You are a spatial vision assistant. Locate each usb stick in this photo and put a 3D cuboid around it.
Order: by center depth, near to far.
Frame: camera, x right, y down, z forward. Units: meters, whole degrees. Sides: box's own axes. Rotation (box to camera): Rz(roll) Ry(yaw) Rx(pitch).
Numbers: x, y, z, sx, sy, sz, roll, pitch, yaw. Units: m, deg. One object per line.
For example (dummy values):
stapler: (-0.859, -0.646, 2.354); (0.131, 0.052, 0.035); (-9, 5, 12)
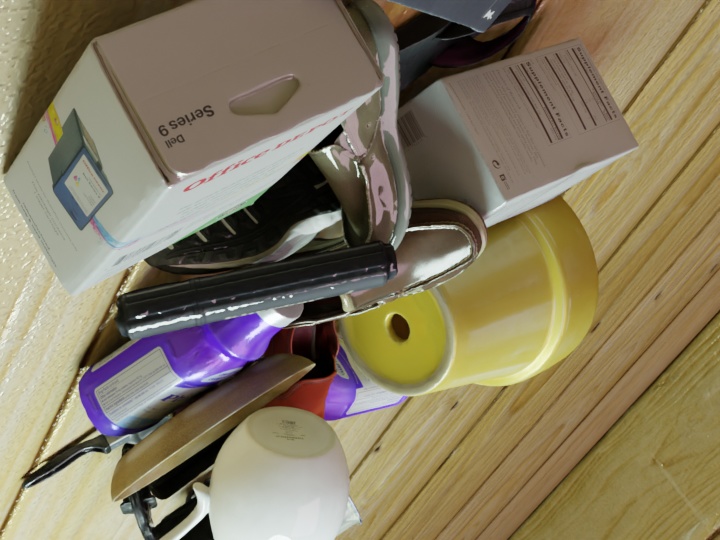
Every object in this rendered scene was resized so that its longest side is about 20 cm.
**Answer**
usb stick: (-0.073, 0.014, 0.965); (0.199, 0.033, 0.055); (-12, 167, -8)

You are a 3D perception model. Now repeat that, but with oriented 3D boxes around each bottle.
bottle: (-0.129, 0.061, 1.064); (0.200, 0.065, 0.083); (-33, 170, 30)
bottle: (-0.030, 0.108, 1.382); (0.200, 0.084, 0.065); (-7, 139, -47)

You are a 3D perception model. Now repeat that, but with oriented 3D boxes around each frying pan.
frying pan: (-0.203, 0.128, 1.208); (0.190, 0.031, 0.115); (-27, 154, -42)

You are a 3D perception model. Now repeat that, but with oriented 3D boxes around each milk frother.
milk frother: (-0.123, 0.217, 1.320); (0.188, 0.181, 0.200); (-34, 166, -12)

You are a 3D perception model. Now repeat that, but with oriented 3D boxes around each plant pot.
plant pot: (-0.126, 0.124, 1.134); (0.200, 0.028, 0.200); (-34, 174, -4)
plant pot: (0.084, 0.023, 1.245); (0.189, 0.201, 0.201); (-24, 155, -47)

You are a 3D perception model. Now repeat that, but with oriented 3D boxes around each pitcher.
pitcher: (-0.102, 0.223, 1.212); (0.171, 0.121, 0.200); (6, 117, -14)

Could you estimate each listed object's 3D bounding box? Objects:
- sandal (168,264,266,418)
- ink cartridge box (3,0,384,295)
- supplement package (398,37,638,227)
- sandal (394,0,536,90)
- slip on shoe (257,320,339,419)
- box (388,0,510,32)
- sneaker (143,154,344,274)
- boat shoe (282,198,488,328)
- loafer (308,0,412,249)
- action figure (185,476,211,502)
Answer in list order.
sandal: (-0.102, 0.057, 1.171); (0.203, 0.050, 0.082); (-57, 155, 16)
ink cartridge box: (-0.099, -0.076, 0.771); (0.145, 0.088, 0.200); (-29, 180, -31)
supplement package: (0.116, -0.104, 1.135); (0.200, 0.110, 0.114); (-23, 173, -46)
sandal: (0.082, -0.179, 1.041); (0.200, 0.048, 0.075); (-38, 161, -9)
slip on shoe: (-0.054, 0.095, 1.249); (0.074, 0.061, 0.200); (-17, 125, -34)
box: (0.062, -0.249, 0.760); (0.200, 0.104, 0.182); (-48, 158, 21)
sneaker: (-0.084, -0.029, 1.019); (0.200, 0.074, 0.079); (-20, 157, -47)
boat shoe: (0.003, 0.005, 1.065); (0.202, 0.075, 0.075); (-19, -157, 30)
loafer: (-0.011, -0.093, 0.970); (0.069, 0.075, 0.200); (-17, 124, -17)
action figure: (-0.128, 0.255, 1.517); (0.200, 0.102, 0.119); (-47, 172, 13)
